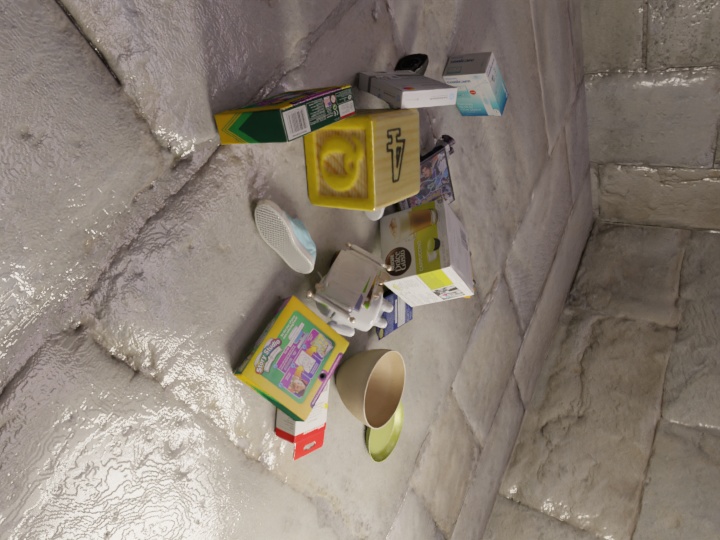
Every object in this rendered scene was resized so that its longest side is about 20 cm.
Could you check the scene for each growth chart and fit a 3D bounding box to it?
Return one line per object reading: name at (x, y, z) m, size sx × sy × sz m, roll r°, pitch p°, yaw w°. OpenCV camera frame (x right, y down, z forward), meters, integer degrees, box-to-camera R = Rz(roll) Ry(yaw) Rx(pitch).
growth chart at (-0.016, 0.025, 1.186) m, size 0.201 × 0.144 × 0.018 m, roll -55°, pitch -179°, yaw -36°

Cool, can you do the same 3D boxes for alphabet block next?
alphabet block at (0.008, -0.256, 1.171) m, size 0.199 × 0.193 × 0.200 m, roll -27°, pitch 118°, yaw -48°

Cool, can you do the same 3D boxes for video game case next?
video game case at (0.183, -0.235, 1.512) m, size 0.199 × 0.025 × 0.183 m, roll -34°, pitch 128°, yaw -18°

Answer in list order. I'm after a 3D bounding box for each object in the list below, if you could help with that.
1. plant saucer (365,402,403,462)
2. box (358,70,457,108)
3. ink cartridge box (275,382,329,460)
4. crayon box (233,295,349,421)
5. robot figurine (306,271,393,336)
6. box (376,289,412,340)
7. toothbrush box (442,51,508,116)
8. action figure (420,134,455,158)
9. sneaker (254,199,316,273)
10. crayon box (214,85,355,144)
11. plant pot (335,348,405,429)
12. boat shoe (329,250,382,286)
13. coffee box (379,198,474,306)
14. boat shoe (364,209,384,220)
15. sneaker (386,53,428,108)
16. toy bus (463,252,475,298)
plant saucer at (0.071, 0.484, 1.599) m, size 0.199 × 0.031 × 0.204 m, roll -19°, pitch 113°, yaw -53°
box at (0.107, -0.428, 1.221) m, size 0.154 × 0.200 × 0.042 m, roll -13°, pitch 124°, yaw -27°
ink cartridge box at (-0.136, 0.324, 1.222) m, size 0.115 × 0.066 × 0.204 m, roll -4°, pitch 101°, yaw -54°
crayon box at (-0.143, 0.188, 1.118) m, size 0.172 × 0.058 × 0.201 m, roll 41°, pitch 61°, yaw -16°
robot figurine at (-0.024, 0.072, 1.237) m, size 0.197 × 0.113 × 0.172 m, roll 22°, pitch 89°, yaw -10°
box at (0.094, 0.116, 1.534) m, size 0.199 × 0.032 × 0.123 m, roll -24°, pitch 117°, yaw -53°
toothbrush box at (0.368, -0.585, 1.650) m, size 0.200 × 0.145 × 0.086 m, roll 42°, pitch 65°, yaw -52°
action figure at (0.204, -0.314, 1.553) m, size 0.200 × 0.069 × 0.131 m, roll -46°, pitch 142°, yaw -19°
sneaker at (-0.156, -0.085, 1.100) m, size 0.201 × 0.073 × 0.083 m, roll 61°, pitch 27°, yaw -42°
crayon box at (-0.135, -0.286, 0.956) m, size 0.199 × 0.170 × 0.059 m, roll -38°, pitch 125°, yaw -44°
plant pot at (0.013, 0.295, 1.373) m, size 0.199 × 0.133 × 0.204 m, roll -22°, pitch 117°, yaw -51°
boat shoe at (0.000, 0.000, 1.329) m, size 0.199 × 0.073 × 0.077 m, roll 21°, pitch 81°, yaw -56°
coffee box at (0.181, -0.041, 1.430) m, size 0.200 × 0.195 × 0.203 m, roll 37°, pitch 46°, yaw -53°
boat shoe at (0.042, -0.234, 1.340) m, size 0.067 × 0.071 × 0.204 m, roll -20°, pitch 108°, yaw -50°
sneaker at (0.126, -0.498, 1.399) m, size 0.202 × 0.075 × 0.091 m, roll -59°, pitch 150°, yaw -17°
toy bus at (0.345, -0.008, 1.803) m, size 0.065 × 0.077 × 0.203 m, roll -41°, pitch 123°, yaw -54°
